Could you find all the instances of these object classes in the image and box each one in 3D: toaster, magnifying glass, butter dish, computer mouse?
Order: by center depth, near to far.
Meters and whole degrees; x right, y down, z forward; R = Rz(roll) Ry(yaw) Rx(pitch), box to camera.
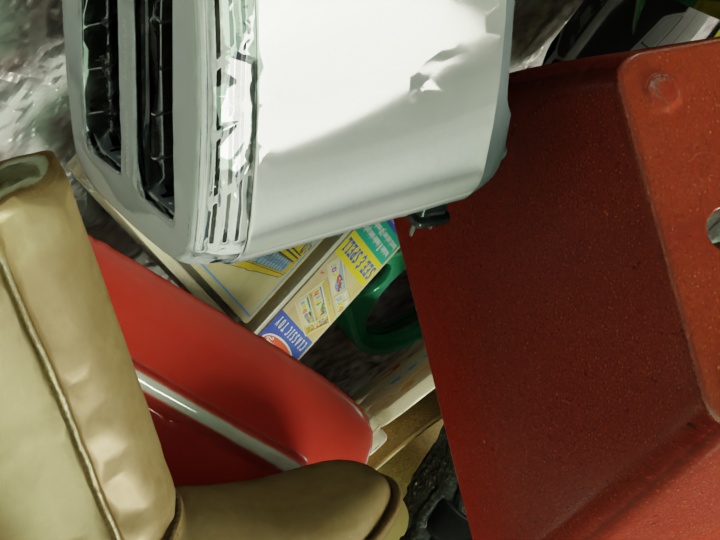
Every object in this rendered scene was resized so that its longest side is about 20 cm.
[{"bbox_3d":[-0.025,-0.087,0.876,0.129,0.114,0.201,-19,131,-29],"label":"toaster"},{"bbox_3d":[-0.129,0.095,1.027,0.200,0.148,0.200,32,80,-36],"label":"butter dish"},{"bbox_3d":[0.106,-0.088,1.117,0.200,0.044,0.110,-53,-172,21],"label":"computer mouse"},{"bbox_3d":[0.000,0.000,1.182,0.080,0.022,0.200,-47,153,14],"label":"magnifying glass"}]

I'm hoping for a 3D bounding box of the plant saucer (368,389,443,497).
[{"bbox_3d":[-0.017,0.118,1.294,0.200,0.035,0.200,-41,169,-10],"label":"plant saucer"}]

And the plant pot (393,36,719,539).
[{"bbox_3d":[0.142,-0.001,0.976,0.199,0.201,0.176,-11,170,-17],"label":"plant pot"}]

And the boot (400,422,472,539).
[{"bbox_3d":[0.099,0.128,1.269,0.211,0.080,0.158,9,125,-41],"label":"boot"}]

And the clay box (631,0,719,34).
[{"bbox_3d":[0.159,-0.184,0.972,0.115,0.047,0.200,93,21,-57],"label":"clay box"}]

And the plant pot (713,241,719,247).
[{"bbox_3d":[0.237,0.079,1.332,0.200,0.200,0.183,-18,105,-38],"label":"plant pot"}]

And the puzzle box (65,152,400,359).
[{"bbox_3d":[-0.029,-0.042,1.037,0.133,0.025,0.200,-48,152,-4],"label":"puzzle box"}]

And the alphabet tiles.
[{"bbox_3d":[-0.040,0.092,1.174,0.195,0.015,0.200,-38,-176,-3],"label":"alphabet tiles"}]

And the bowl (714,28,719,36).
[{"bbox_3d":[0.264,-0.084,1.311,0.200,0.108,0.200,-32,153,-19],"label":"bowl"}]

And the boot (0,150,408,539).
[{"bbox_3d":[-0.082,0.049,0.921,0.175,0.066,0.201,-32,115,-26],"label":"boot"}]
